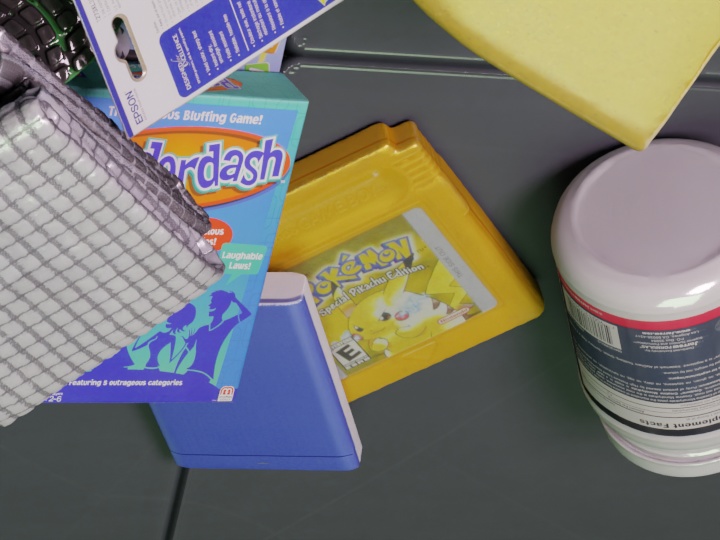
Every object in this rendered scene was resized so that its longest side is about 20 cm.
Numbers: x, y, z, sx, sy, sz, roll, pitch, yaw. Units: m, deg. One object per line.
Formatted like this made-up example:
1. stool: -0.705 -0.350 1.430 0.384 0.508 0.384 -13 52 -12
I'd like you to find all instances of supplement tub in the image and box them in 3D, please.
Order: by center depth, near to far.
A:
1. supplement tub: 0.203 0.026 1.538 0.140 0.140 0.200 -13 138 3

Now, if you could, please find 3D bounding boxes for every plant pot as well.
1. plant pot: 0.091 -0.215 1.203 0.200 0.196 0.194 21 119 -23

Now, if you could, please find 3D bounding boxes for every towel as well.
1. towel: -0.188 -0.021 1.241 0.166 0.086 0.200 -31 140 12

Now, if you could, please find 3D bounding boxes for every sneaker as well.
1. sneaker: -0.209 -0.115 1.276 0.200 0.085 0.078 -30 99 10

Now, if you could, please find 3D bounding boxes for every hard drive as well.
1. hard drive: -0.081 0.070 1.582 0.132 0.025 0.200 0 144 13

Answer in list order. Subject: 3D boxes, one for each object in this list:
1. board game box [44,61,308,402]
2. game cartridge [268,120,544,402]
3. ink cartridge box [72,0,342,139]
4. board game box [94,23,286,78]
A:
1. board game box: -0.126 -0.019 1.371 0.152 0.045 0.200 1 117 -28
2. game cartridge: 0.000 0.000 1.551 0.176 0.032 0.200 -25 137 16
3. ink cartridge box: -0.067 -0.161 1.266 0.200 0.037 0.095 -37 127 -25
4. board game box: -0.139 -0.152 1.351 0.200 0.037 0.151 2 135 -14
